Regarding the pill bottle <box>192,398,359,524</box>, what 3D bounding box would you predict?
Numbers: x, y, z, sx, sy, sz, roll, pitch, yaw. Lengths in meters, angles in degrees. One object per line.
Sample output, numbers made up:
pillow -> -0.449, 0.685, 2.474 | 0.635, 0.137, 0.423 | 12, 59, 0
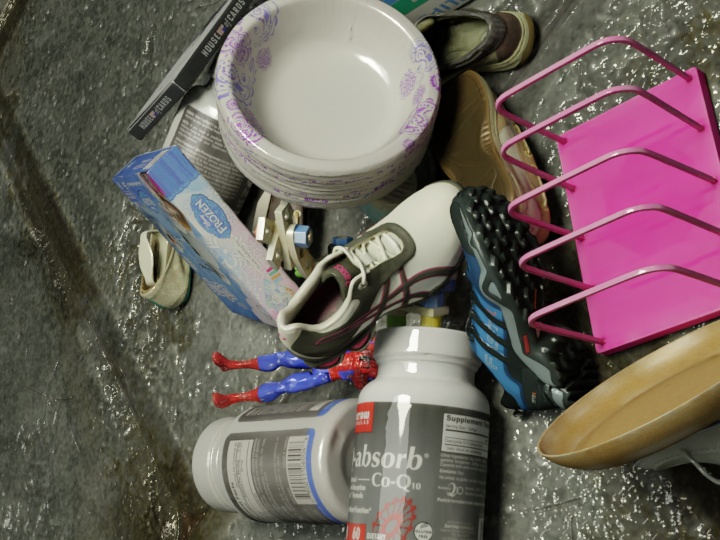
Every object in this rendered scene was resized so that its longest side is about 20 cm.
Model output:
pill bottle -> -0.064, 0.183, 1.104 | 0.200, 0.114, 0.114 | -10, 71, 45

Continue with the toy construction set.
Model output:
toy construction set -> 0.000, 0.000, 1.063 | 0.200, 0.131, 0.092 | 19, 106, 16

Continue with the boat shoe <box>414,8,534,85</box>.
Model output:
boat shoe -> 0.073, -0.216, 1.115 | 0.201, 0.066, 0.072 | -2, 80, 47

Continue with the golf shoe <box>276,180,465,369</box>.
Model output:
golf shoe -> 0.016, 0.000, 0.950 | 0.200, 0.088, 0.077 | -45, 68, 0

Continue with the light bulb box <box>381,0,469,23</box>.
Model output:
light bulb box -> 0.019, -0.350, 1.169 | 0.198, 0.125, 0.201 | -23, 61, 40

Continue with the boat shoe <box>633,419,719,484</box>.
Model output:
boat shoe -> 0.282, 0.124, 0.801 | 0.202, 0.075, 0.086 | -25, 71, 31

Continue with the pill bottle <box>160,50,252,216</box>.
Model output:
pill bottle -> -0.162, -0.139, 1.305 | 0.111, 0.111, 0.200 | 36, 104, 46

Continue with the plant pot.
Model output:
plant pot -> 0.215, 0.085, 0.808 | 0.200, 0.200, 0.028 | -32, 90, 36

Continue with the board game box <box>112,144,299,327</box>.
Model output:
board game box -> -0.154, -0.033, 1.165 | 0.043, 0.199, 0.200 | -45, 16, -13

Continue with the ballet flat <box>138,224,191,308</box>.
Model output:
ballet flat -> -0.231, -0.055, 1.386 | 0.067, 0.062, 0.201 | -18, 66, 42

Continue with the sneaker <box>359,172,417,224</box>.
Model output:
sneaker -> -0.004, -0.127, 1.157 | 0.082, 0.074, 0.200 | 105, 150, -60

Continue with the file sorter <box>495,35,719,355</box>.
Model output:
file sorter -> 0.194, -0.058, 0.898 | 0.139, 0.125, 0.201 | -26, 61, 39

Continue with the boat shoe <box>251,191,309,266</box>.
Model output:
boat shoe -> -0.069, -0.098, 1.232 | 0.059, 0.072, 0.201 | 8, 67, 6

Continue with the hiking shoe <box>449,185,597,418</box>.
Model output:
hiking shoe -> 0.110, 0.031, 0.940 | 0.087, 0.074, 0.200 | -20, 98, 42

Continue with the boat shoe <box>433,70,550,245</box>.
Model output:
boat shoe -> 0.117, -0.096, 1.033 | 0.074, 0.066, 0.200 | -41, 40, 32

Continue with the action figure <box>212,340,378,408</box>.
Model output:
action figure -> -0.050, 0.087, 1.090 | 0.199, 0.099, 0.065 | -8, 69, 11

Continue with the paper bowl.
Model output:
paper bowl -> -0.031, -0.148, 1.060 | 0.104, 0.200, 0.201 | 97, 164, -63

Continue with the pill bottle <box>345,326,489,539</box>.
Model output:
pill bottle -> 0.051, 0.155, 0.991 | 0.116, 0.116, 0.201 | -8, 72, 45

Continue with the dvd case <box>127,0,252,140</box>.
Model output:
dvd case -> -0.185, -0.250, 1.331 | 0.150, 0.025, 0.200 | -28, 29, 57
